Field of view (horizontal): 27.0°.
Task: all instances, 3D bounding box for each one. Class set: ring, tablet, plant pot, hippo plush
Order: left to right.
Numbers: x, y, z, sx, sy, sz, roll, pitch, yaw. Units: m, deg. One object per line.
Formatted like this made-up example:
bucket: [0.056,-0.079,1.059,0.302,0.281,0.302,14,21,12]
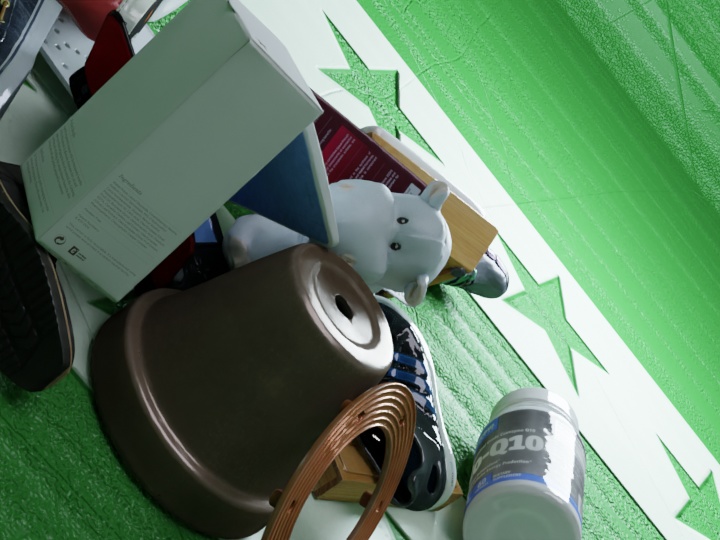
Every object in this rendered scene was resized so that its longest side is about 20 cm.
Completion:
tablet: [-0.085,-0.099,1.156,0.199,0.014,0.131,25,-45,51]
plant pot: [-0.073,0.074,1.123,0.200,0.174,0.201,42,27,-28]
ring: [-0.022,0.169,1.099,0.019,0.202,0.200,27,14,23]
hippo plush: [0.000,0.000,1.217,0.198,0.160,0.161,18,83,-27]

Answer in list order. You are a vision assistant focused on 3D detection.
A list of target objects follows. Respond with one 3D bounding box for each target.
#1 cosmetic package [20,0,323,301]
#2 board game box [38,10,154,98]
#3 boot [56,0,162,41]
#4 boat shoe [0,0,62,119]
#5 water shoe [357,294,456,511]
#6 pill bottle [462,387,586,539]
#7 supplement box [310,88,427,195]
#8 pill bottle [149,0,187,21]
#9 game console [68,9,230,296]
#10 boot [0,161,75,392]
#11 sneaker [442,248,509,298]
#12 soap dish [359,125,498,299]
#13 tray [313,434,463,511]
cosmetic package: [-0.134,-0.091,1.035,0.085,0.200,0.108,43,13,-36]
board game box: [-0.209,-0.155,1.356,0.201,0.026,0.200,55,23,-1]
boot: [-0.244,-0.269,1.332,0.144,0.073,0.200,35,17,-8]
boat shoe: [-0.301,-0.173,1.166,0.090,0.071,0.201,31,32,-17]
water shoe: [0.026,0.108,1.293,0.079,0.071,0.201,14,49,-59]
pill bottle: [0.164,0.205,1.473,0.114,0.113,0.200,48,24,-14]
supplement box: [-0.042,-0.086,1.349,0.200,0.109,0.061,40,-10,-7]
pill bottle: [-0.229,-0.356,1.479,0.201,0.112,0.112,53,23,-4]
game console: [-0.149,-0.089,1.210,0.172,0.118,0.202,-3,70,-56]
boot: [-0.225,-0.007,1.075,0.138,0.077,0.201,13,47,-63]
sneaker: [0.083,-0.005,1.675,0.199,0.074,0.088,32,44,-24]
soap dish: [0.017,-0.050,1.494,0.199,0.156,0.082,34,52,-38]
tray: [0.013,0.158,1.345,0.199,0.037,0.099,19,42,-55]
